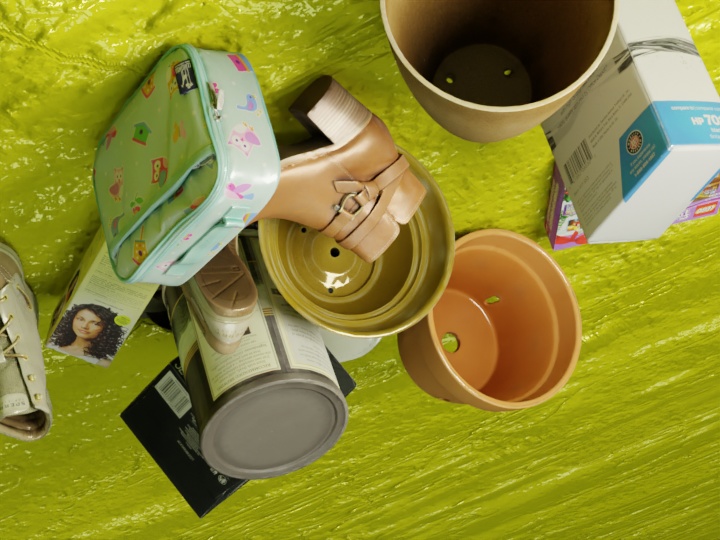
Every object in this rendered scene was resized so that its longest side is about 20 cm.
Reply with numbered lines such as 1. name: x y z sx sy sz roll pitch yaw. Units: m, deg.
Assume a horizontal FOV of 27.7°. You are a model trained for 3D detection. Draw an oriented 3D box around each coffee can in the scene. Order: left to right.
1. coffee can: -0.106 0.081 1.437 0.144 0.201 0.147 -12 139 -11

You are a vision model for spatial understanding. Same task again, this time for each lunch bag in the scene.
1. lunch bag: -0.153 -0.085 1.247 0.076 0.162 0.200 8 145 -37

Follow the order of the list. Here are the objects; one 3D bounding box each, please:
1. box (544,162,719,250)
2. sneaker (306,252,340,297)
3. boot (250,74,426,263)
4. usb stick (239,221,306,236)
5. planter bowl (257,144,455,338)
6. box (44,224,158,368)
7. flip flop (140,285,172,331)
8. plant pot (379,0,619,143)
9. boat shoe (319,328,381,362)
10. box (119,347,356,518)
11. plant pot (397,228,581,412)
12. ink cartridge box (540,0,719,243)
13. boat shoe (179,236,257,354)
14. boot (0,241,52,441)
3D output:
1. box: 0.304 -0.091 1.593 0.197 0.039 0.137 -12 151 -6
2. sneaker: 0.000 0.000 1.539 0.113 0.077 0.199 -25 169 8
3. boot: -0.044 -0.059 1.336 0.200 0.077 0.155 -48 119 -8
4. usb stick: -0.069 -0.046 1.498 0.197 0.033 0.056 -7 144 -16
5. planter bowl: -0.014 -0.026 1.415 0.198 0.203 0.083 -4 169 -21
6. box: -0.247 0.015 1.459 0.074 0.051 0.201 20 133 -18
7. flip flop: -0.200 0.037 1.551 0.197 0.058 0.081 -6 148 -12
8. plant pot: 0.106 -0.183 1.209 0.184 0.189 0.200 -13 165 -4
9. boat shoe: -0.039 0.077 1.704 0.072 0.061 0.201 44 122 -16
10. box: -0.131 0.141 1.597 0.124 0.149 0.200 -42 175 41
11. plant pot: 0.132 0.069 1.656 0.198 0.203 0.140 0 165 -26
12. ink cartridge box: 0.230 -0.148 1.282 0.085 0.202 0.147 -2 150 -26
13. boat shoe: -0.146 -0.006 1.350 0.070 0.201 0.065 0 129 -18
14. boot: -0.354 0.069 1.430 0.071 0.156 0.201 -14 152 -1
